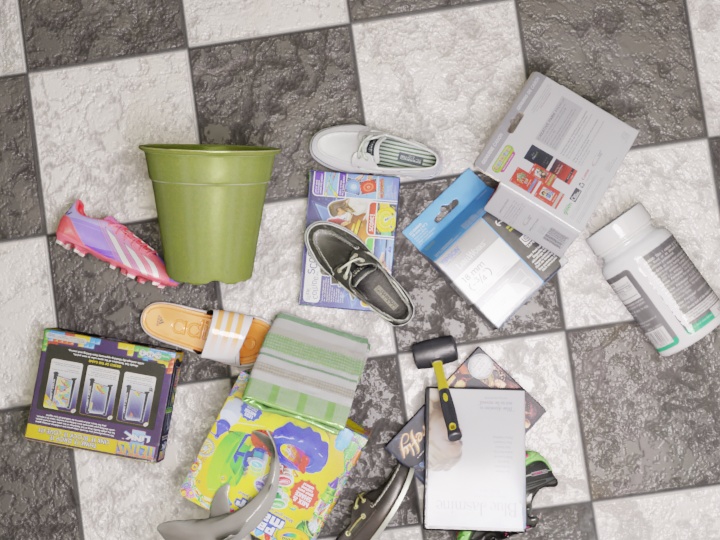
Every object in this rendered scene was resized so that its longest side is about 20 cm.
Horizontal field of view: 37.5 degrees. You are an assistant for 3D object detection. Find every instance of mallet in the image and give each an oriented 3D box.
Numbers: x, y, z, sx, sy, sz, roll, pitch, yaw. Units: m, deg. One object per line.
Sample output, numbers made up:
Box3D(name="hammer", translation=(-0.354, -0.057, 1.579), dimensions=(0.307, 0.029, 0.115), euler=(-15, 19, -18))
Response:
Box3D(name="mallet", translation=(0.125, 0.161, 1.477), dimensions=(0.066, 0.200, 0.041), euler=(-19, 125, -2))

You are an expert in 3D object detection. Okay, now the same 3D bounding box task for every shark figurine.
Box3D(name="shark figurine", translation=(-0.158, 0.318, 1.399), dimensions=(0.214, 0.090, 0.128), euler=(-45, 88, 4))

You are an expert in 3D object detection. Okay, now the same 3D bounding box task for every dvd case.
Box3D(name="dvd case", translation=(0.160, 0.263, 1.485), dimensions=(0.142, 0.018, 0.201), euler=(1, 74, 3))

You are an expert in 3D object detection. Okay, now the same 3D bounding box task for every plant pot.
Box3D(name="plant pot", translation=(-0.215, -0.082, 1.510), dimensions=(0.199, 0.200, 0.191), euler=(3, 100, 3))

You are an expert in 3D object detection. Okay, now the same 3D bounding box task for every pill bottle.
Box3D(name="pill bottle", translation=(0.414, 0.011, 1.497), dimensions=(0.113, 0.113, 0.200), euler=(-35, 86, 0))

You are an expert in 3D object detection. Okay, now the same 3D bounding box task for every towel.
Box3D(name="towel", translation=(-0.074, 0.142, 1.480), dimensions=(0.149, 0.200, 0.031), euler=(17, 125, 2))

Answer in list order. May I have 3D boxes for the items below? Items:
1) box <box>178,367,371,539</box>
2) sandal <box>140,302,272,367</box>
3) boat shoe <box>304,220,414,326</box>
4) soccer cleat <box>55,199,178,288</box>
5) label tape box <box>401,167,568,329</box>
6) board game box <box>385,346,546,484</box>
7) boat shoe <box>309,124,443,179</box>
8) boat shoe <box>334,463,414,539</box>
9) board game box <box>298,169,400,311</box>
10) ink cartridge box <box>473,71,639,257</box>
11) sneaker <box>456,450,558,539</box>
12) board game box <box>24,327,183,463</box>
Box3D(name="box", translation=(-0.117, 0.270, 1.502), dimensions=(0.200, 0.122, 0.193), euler=(27, 89, 4))
Box3D(name="sandal", translation=(-0.226, 0.093, 1.548), dimensions=(0.206, 0.059, 0.079), euler=(10, 87, 3))
Box3D(name="boat shoe", translation=(0.000, 0.000, 1.505), dimensions=(0.200, 0.064, 0.071), euler=(41, 90, 5))
Box3D(name="soccer cleat", translation=(-0.352, -0.036, 1.562), dimensions=(0.200, 0.067, 0.077), euler=(23, 83, 6))
Box3D(name="label tape box", translation=(0.178, -0.034, 1.535), dimensions=(0.144, 0.063, 0.200), euler=(-44, 86, -1))
Box3D(name="board game box", translation=(0.152, 0.228, 1.535), dimensions=(0.135, 0.035, 0.200), euler=(43, 89, 4))
Box3D(name="boat shoe", translation=(0.023, -0.178, 1.549), dimensions=(0.199, 0.067, 0.074), euler=(5, 87, 3))
Box3D(name="boat shoe", translation=(0.007, 0.355, 1.509), dimensions=(0.060, 0.072, 0.202), euler=(31, 98, 5))
Box3D(name="board game box", translation=(-0.016, -0.042, 1.558), dimensions=(0.135, 0.034, 0.201), euler=(5, 87, 4))
Box3D(name="ink cartridge box", translation=(0.265, -0.153, 1.495), dimensions=(0.175, 0.084, 0.200), euler=(33, 65, 4))
Box3D(name="sneaker", translation=(0.205, 0.350, 1.505), dimensions=(0.084, 0.077, 0.200), euler=(40, 90, 8))
Box3D(name="board game box", translation=(-0.373, 0.181, 1.552), dimensions=(0.199, 0.057, 0.166), euler=(11, 89, 3))
